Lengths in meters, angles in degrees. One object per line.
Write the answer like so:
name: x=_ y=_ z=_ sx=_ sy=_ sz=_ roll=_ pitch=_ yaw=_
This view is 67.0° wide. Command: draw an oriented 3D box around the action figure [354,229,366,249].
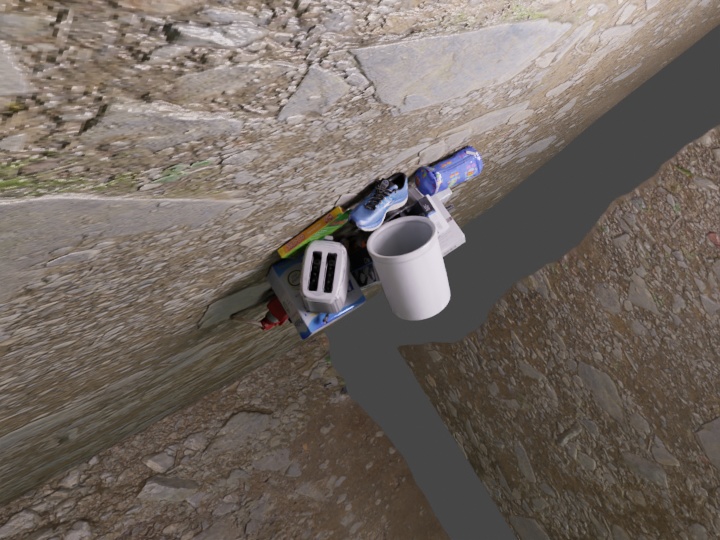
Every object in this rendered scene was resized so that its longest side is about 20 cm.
action figure: x=0.080 y=-0.081 z=1.546 sx=0.105 sy=0.192 sz=0.201 roll=110 pitch=-4 yaw=-73

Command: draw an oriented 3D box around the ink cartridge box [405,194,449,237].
ink cartridge box: x=0.155 y=-0.108 z=1.397 sx=0.039 sy=0.100 sz=0.200 roll=-30 pitch=170 yaw=-18

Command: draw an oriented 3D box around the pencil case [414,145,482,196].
pencil case: x=0.235 y=-0.260 z=1.415 sx=0.199 sy=0.078 sz=0.087 roll=-28 pitch=163 yaw=-29

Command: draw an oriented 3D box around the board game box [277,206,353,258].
board game box: x=-0.100 y=-0.093 z=1.303 sx=0.199 sy=0.030 sz=0.096 roll=-32 pitch=173 yaw=11

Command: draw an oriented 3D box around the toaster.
toaster: x=-0.088 y=0.020 z=1.315 sx=0.113 sy=0.201 sz=0.129 roll=8 pitch=165 yaw=4

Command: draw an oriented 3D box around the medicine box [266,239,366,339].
medicine box: x=-0.117 y=0.048 z=1.439 sx=0.182 sy=0.201 sz=0.103 roll=-29 pitch=173 yaw=-24

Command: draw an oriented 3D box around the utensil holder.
utensil holder: x=0.123 y=-0.003 z=1.323 sx=0.169 sy=0.201 sz=0.170 roll=-14 pitch=-147 yaw=10

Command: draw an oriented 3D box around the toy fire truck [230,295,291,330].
toy fire truck: x=-0.275 y=0.125 z=1.663 sx=0.200 sy=0.129 sz=0.176 roll=-39 pitch=177 yaw=-34

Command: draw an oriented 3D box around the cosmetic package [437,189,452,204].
cosmetic package: x=0.198 y=-0.198 z=1.744 sx=0.150 sy=0.052 sz=0.200 roll=-29 pitch=172 yaw=-10

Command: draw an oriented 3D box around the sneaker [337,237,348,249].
sneaker: x=-0.117 y=-0.019 z=1.572 sx=0.201 sy=0.108 sz=0.070 roll=-65 pitch=164 yaw=6

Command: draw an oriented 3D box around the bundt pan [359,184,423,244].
bundt pan: x=0.075 y=-0.154 z=1.429 sx=0.201 sy=0.076 sz=0.202 roll=-33 pitch=172 yaw=-5

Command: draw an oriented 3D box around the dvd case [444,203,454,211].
dvd case: x=0.204 y=-0.151 z=1.808 sx=0.199 sy=0.016 sz=0.149 roll=-27 pitch=171 yaw=-31

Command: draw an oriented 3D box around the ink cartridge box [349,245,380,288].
ink cartridge box: x=0.000 y=0.000 z=1.486 sx=0.039 sy=0.100 sz=0.200 roll=-10 pitch=171 yaw=-28

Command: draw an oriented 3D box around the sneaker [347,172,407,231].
sneaker: x=0.041 y=-0.167 z=1.255 sx=0.200 sy=0.078 sz=0.089 roll=-44 pitch=155 yaw=-34

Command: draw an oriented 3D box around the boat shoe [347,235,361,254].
boat shoe: x=-0.036 y=-0.006 z=1.628 sx=0.075 sy=0.074 sz=0.201 roll=3 pitch=122 yaw=-35

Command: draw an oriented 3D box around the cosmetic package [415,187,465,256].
cosmetic package: x=0.198 y=-0.139 z=1.548 sx=0.113 sy=0.200 sz=0.081 roll=-35 pitch=166 yaw=5
